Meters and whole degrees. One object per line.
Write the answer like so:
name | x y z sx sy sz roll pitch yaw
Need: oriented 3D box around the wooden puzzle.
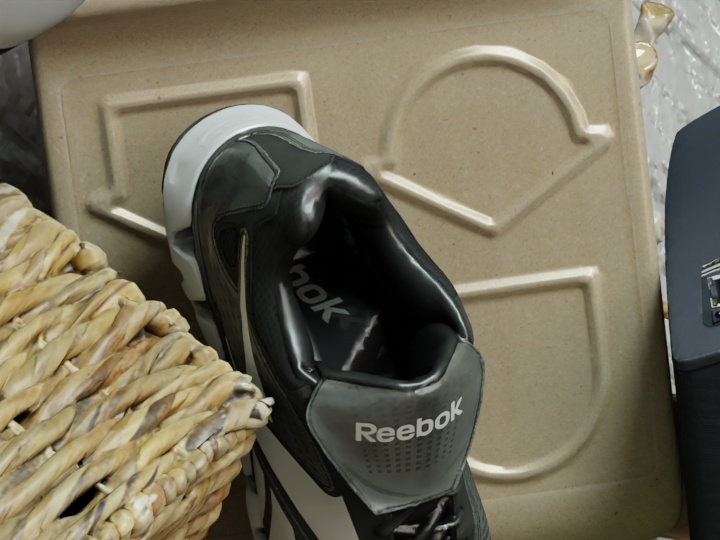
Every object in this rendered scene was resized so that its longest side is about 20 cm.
wooden puzzle | 0.000 0.000 0.806 0.046 0.184 0.201 -108 -169 -76

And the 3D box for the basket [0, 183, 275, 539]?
basket | -0.146 0.085 0.707 0.143 0.149 0.200 37 43 12

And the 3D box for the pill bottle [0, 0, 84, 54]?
pill bottle | -0.134 -0.100 0.680 0.111 0.200 0.111 24 56 -42

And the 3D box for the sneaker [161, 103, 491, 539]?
sneaker | 0.003 0.049 0.742 0.066 0.090 0.201 -24 104 -20

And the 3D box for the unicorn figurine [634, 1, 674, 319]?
unicorn figurine | 0.076 -0.032 0.936 0.200 0.074 0.138 -18 129 -56

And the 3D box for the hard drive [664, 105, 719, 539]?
hard drive | 0.127 0.031 0.849 0.200 0.042 0.135 -75 158 -64

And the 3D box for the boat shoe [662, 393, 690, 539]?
boat shoe | 0.069 0.061 0.927 0.200 0.065 0.072 14 84 -51
